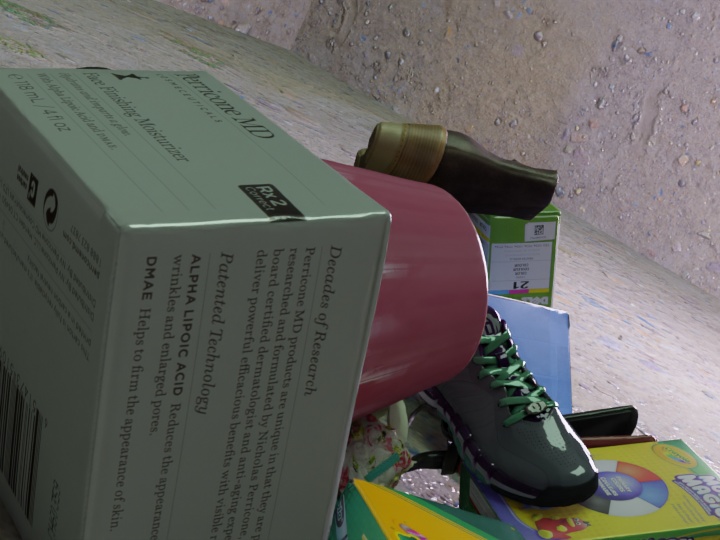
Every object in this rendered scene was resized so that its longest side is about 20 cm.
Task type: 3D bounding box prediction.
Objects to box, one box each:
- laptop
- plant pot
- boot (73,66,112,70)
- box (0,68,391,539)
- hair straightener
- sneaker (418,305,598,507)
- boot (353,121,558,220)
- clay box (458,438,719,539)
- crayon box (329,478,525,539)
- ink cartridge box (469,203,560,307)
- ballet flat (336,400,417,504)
[{"bbox_3d":[0.164,0.120,1.048,0.186,0.117,0.199,12,19,-48],"label":"laptop"},{"bbox_3d":[-0.028,0.015,0.793,0.177,0.202,0.200,-4,27,-34],"label":"plant pot"},{"bbox_3d":[-0.209,-0.048,0.884,0.185,0.200,0.065,19,-35,35],"label":"boot"},{"bbox_3d":[-0.103,0.026,0.630,0.129,0.202,0.199,-4,27,-33],"label":"box"},{"bbox_3d":[0.113,0.122,0.955,0.197,0.041,0.077,-6,35,-10],"label":"hair straightener"},{"bbox_3d":[0.091,0.079,0.888,0.074,0.089,0.200,-15,31,-24],"label":"sneaker"},{"bbox_3d":[0.074,-0.065,1.162,0.164,0.073,0.200,16,-17,-7],"label":"boot"},{"bbox_3d":[0.177,0.164,0.878,0.197,0.048,0.115,-5,21,-15],"label":"clay box"},{"bbox_3d":[0.061,0.193,0.667,0.118,0.059,0.200,20,14,-26],"label":"crayon box"},{"bbox_3d":[0.138,0.018,1.318,0.075,0.203,0.148,-2,19,-12],"label":"ink cartridge box"},{"bbox_3d":[0.000,0.099,0.895,0.076,0.063,0.200,59,4,-24],"label":"ballet flat"}]
